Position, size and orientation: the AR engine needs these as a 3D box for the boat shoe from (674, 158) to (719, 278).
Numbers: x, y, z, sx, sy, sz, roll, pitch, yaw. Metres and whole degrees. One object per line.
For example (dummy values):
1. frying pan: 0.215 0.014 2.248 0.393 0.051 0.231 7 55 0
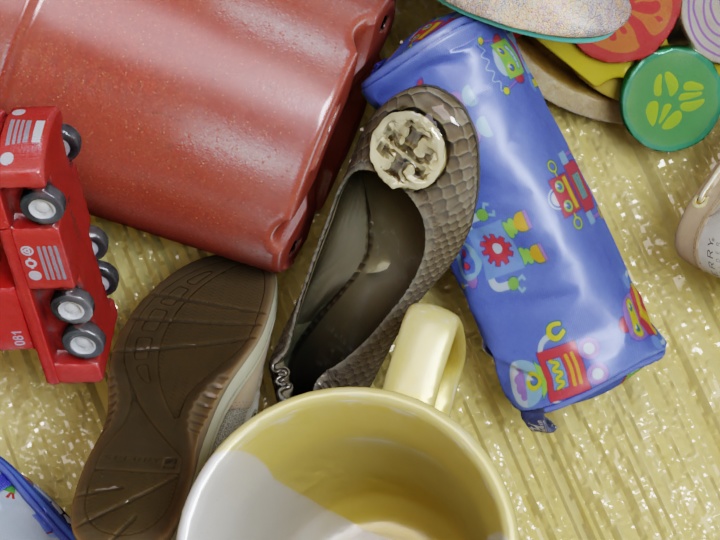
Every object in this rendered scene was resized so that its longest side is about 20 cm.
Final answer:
1. boat shoe: 0.216 -0.073 1.178 0.069 0.074 0.200 13 52 38

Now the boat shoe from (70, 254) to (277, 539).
1. boat shoe: -0.084 0.076 1.165 0.072 0.065 0.200 3 46 15

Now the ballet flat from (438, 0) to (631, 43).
1. ballet flat: 0.035 -0.167 1.128 0.200 0.067 0.068 22 46 17

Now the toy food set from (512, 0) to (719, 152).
1. toy food set: 0.148 -0.166 1.188 0.198 0.049 0.200 36 95 -18

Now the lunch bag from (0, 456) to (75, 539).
1. lunch bag: -0.208 0.193 1.168 0.200 0.076 0.160 -43 72 -6

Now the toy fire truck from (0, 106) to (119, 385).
1. toy fire truck: -0.189 0.007 1.149 0.141 0.200 0.049 -2 46 8

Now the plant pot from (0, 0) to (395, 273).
1. plant pot: -0.098 -0.101 1.181 0.195 0.201 0.201 23 79 4

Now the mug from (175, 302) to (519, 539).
1. mug: 0.016 0.130 1.115 0.187 0.153 0.149 -41 74 -5

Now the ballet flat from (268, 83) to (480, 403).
1. ballet flat: 0.000 0.000 1.146 0.067 0.046 0.200 41 127 20

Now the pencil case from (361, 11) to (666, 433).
1. pencil case: 0.071 -0.026 1.165 0.087 0.078 0.200 -24 94 37
